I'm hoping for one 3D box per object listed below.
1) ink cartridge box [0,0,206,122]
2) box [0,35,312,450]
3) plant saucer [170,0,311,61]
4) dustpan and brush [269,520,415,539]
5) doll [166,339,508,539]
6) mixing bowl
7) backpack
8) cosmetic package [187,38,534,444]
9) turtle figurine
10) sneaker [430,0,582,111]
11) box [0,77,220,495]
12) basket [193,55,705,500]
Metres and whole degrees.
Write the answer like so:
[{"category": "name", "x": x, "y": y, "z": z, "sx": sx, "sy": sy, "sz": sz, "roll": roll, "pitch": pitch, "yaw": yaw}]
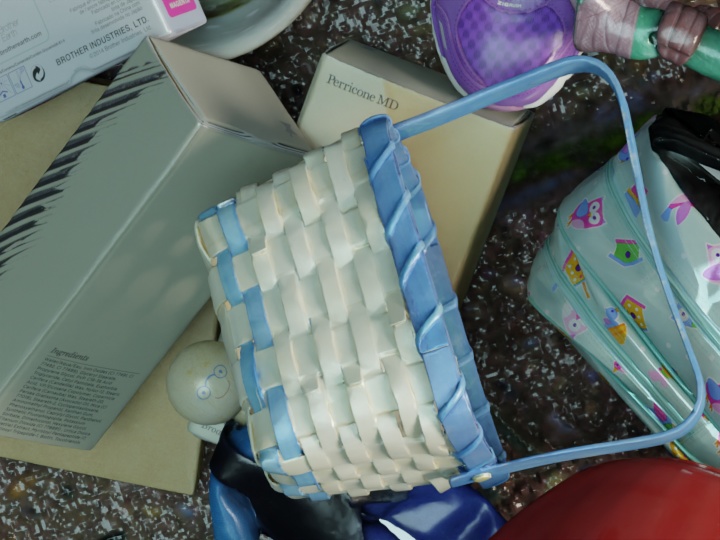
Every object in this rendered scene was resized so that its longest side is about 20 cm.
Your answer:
[{"category": "ink cartridge box", "x": -0.164, "y": -0.185, "z": 1.383, "sx": 0.119, "sy": 0.042, "sz": 0.200, "roll": -22, "pitch": 96, "yaw": 34}, {"category": "box", "x": -0.116, "y": -0.010, "z": 1.380, "sx": 0.200, "sy": 0.082, "sz": 0.068, "roll": -51, "pitch": 51, "yaw": 21}, {"category": "plant saucer", "x": -0.084, "y": -0.200, "z": 1.384, "sx": 0.200, "sy": 0.050, "sz": 0.201, "roll": 10, "pitch": 111, "yaw": 27}, {"category": "dustpan and brush", "x": 0.047, "y": 0.171, "z": 1.434, "sx": 0.199, "sy": 0.057, "sz": 0.140, "roll": -1, "pitch": 100, "yaw": 11}, {"category": "doll", "x": -0.006, "y": 0.097, "z": 1.363, "sx": 0.200, "sy": 0.048, "sz": 0.137, "roll": 36, "pitch": 91, "yaw": -8}, {"category": "mixing bowl", "x": 0.136, "y": 0.154, "z": 1.293, "sx": 0.200, "sy": 0.200, "sz": 0.109, "roll": 25, "pitch": 60, "yaw": 6}, {"category": "backpack", "x": 0.177, "y": 0.022, "z": 1.337, "sx": 0.200, "sy": 0.167, "sz": 0.127, "roll": 46, "pitch": 105, "yaw": 9}, {"category": "cosmetic package", "x": 0.000, "y": 0.000, "z": 1.408, "sx": 0.105, "sy": 0.071, "sz": 0.201, "roll": 20, "pitch": 103, "yaw": 7}, {"category": "turtle figurine", "x": 0.202, "y": -0.099, "z": 1.308, "sx": 0.199, "sy": 0.150, "sz": 0.101, "roll": 16, "pitch": 84, "yaw": 20}, {"category": "sneaker", "x": 0.077, "y": -0.174, "z": 1.338, "sx": 0.080, "sy": 0.088, "sz": 0.201, "roll": 13, "pitch": 91, "yaw": 7}, {"category": "box", "x": -0.145, "y": 0.002, "z": 1.462, "sx": 0.163, "sy": 0.021, "sz": 0.201, "roll": 11, "pitch": 102, "yaw": 10}, {"category": "basket", "x": 0.038, "y": 0.009, "z": 1.286, "sx": 0.199, "sy": 0.139, "sz": 0.177, "roll": -16, "pitch": 73, "yaw": 10}]
